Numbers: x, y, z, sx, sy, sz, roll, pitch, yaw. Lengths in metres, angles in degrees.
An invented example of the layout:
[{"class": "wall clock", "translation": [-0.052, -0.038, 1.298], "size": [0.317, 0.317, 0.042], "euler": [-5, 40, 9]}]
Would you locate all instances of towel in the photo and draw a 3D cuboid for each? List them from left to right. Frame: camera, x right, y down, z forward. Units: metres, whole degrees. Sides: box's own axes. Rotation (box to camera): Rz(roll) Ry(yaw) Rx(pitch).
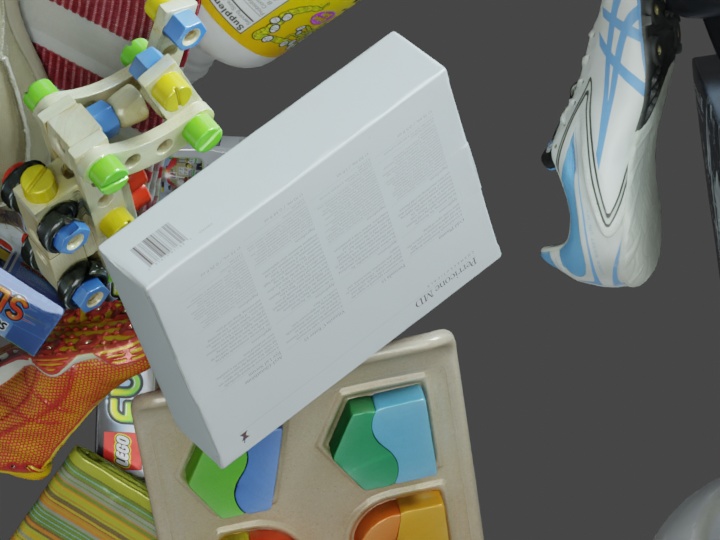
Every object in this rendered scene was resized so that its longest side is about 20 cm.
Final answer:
[{"class": "towel", "translation": [-0.182, 0.195, 1.757], "size": [0.086, 0.018, 0.200], "euler": [33, 112, -10]}, {"class": "towel", "translation": [-0.160, -0.122, 1.631], "size": [0.144, 0.023, 0.200], "euler": [27, 128, 16]}]

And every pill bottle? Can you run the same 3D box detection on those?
[{"class": "pill bottle", "translation": [-0.044, -0.178, 1.621], "size": [0.200, 0.104, 0.104], "euler": [-32, 102, 25]}]

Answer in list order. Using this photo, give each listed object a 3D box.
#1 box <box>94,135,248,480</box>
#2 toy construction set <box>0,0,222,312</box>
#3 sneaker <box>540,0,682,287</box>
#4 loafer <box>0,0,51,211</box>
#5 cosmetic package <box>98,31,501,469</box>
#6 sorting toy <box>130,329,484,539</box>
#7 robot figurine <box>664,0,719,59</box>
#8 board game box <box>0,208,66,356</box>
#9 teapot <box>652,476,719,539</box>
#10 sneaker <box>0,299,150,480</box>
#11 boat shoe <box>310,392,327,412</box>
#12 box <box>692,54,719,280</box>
[{"class": "box", "translation": [-0.095, 0.022, 1.720], "size": [0.110, 0.035, 0.200], "euler": [4, 105, 0]}, {"class": "toy construction set", "translation": [-0.117, -0.045, 1.584], "size": [0.131, 0.092, 0.200], "euler": [-36, 140, -15]}, {"class": "sneaker", "translation": [0.137, -0.090, 1.673], "size": [0.072, 0.072, 0.200], "euler": [8, 99, 19]}, {"class": "loafer", "translation": [-0.218, -0.118, 1.612], "size": [0.076, 0.068, 0.200], "euler": [5, 119, 31]}, {"class": "cosmetic package", "translation": [-0.028, -0.010, 1.583], "size": [0.200, 0.052, 0.151], "euler": [-37, 137, -16]}, {"class": "sorting toy", "translation": [-0.025, 0.133, 1.702], "size": [0.185, 0.036, 0.200], "euler": [-12, 125, -4]}, {"class": "robot figurine", "translation": [0.205, -0.212, 1.608], "size": [0.125, 0.150, 0.200], "euler": [-16, 103, 17]}, {"class": "board game box", "translation": [-0.246, -0.039, 1.654], "size": [0.200, 0.135, 0.034], "euler": [34, 104, -7]}, {"class": "teapot", "translation": [0.228, 0.217, 1.710], "size": [0.200, 0.197, 0.146], "euler": [47, 139, 10]}, {"class": "sneaker", "translation": [-0.177, 0.073, 1.701], "size": [0.200, 0.073, 0.077], "euler": [-24, 106, 36]}, {"class": "boat shoe", "translation": [0.000, 0.000, 1.693], "size": [0.065, 0.073, 0.200], "euler": [1, 109, 0]}, {"class": "box", "translation": [0.257, -0.012, 1.622], "size": [0.124, 0.200, 0.197], "euler": [-7, 104, 3]}]
